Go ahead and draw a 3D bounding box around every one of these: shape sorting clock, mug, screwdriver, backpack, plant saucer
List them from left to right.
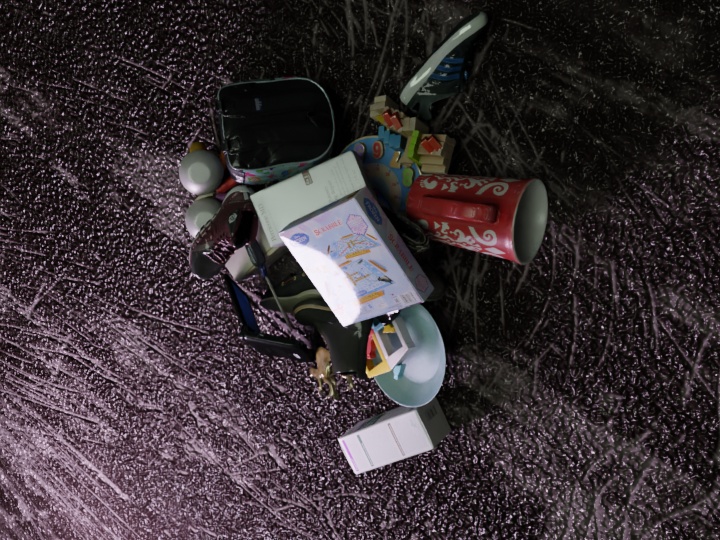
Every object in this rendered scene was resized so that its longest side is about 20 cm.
[{"bbox_3d":[-0.172,0.026,1.549,0.029,0.028,0.201,-18,102,4],"label":"screwdriver"},{"bbox_3d":[-0.143,-0.245,1.474,0.198,0.151,0.179,-11,78,-2],"label":"backpack"},{"bbox_3d":[0.026,-0.138,1.480,0.199,0.039,0.202,10,109,30],"label":"shape sorting clock"},{"bbox_3d":[0.090,0.143,1.505,0.200,0.038,0.203,11,105,45],"label":"plant saucer"},{"bbox_3d":[0.175,-0.104,1.326,0.199,0.178,0.134,13,68,34],"label":"mug"}]

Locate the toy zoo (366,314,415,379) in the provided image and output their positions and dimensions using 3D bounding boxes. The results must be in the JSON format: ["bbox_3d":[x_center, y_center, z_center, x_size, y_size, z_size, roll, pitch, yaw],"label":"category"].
[{"bbox_3d":[0.029,0.106,1.520,0.131,0.020,0.201,-41,66,44],"label":"toy zoo"}]

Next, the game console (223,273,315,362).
[{"bbox_3d":[-0.171,0.095,1.598,0.174,0.200,0.117,10,78,7],"label":"game console"}]

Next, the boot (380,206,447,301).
[{"bbox_3d":[0.079,-0.025,1.384,0.199,0.070,0.174,34,163,-5],"label":"boot"}]

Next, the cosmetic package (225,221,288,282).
[{"bbox_3d":[-0.167,-0.067,1.587,0.200,0.103,0.073,-38,85,36],"label":"cosmetic package"}]

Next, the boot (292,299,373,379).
[{"bbox_3d":[-0.059,0.126,1.523,0.199,0.077,0.140,-8,74,50],"label":"boot"}]

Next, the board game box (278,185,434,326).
[{"bbox_3d":[-0.010,-0.017,1.353,0.199,0.041,0.200,-19,111,45],"label":"board game box"}]

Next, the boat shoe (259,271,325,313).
[{"bbox_3d":[-0.121,0.041,1.617,0.201,0.073,0.064,-16,57,45],"label":"boat shoe"}]

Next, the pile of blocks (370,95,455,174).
[{"bbox_3d":[0.068,-0.225,1.379,0.200,0.062,0.082,40,100,36],"label":"pile of blocks"}]

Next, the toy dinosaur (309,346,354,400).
[{"bbox_3d":[-0.055,0.187,1.581,0.200,0.058,0.102,-48,60,49],"label":"toy dinosaur"}]

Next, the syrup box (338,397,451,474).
[{"bbox_3d":[0.062,0.308,1.563,0.199,0.079,0.082,-27,90,35],"label":"syrup box"}]

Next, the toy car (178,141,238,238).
[{"bbox_3d":[-0.264,-0.151,1.610,0.149,0.175,0.202,-6,100,-5],"label":"toy car"}]

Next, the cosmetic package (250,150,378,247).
[{"bbox_3d":[-0.079,-0.122,1.444,0.199,0.074,0.102,-24,88,9],"label":"cosmetic package"}]

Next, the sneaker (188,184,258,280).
[{"bbox_3d":[-0.243,-0.049,1.488,0.201,0.075,0.116,-59,30,18],"label":"sneaker"}]

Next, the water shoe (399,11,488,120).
[{"bbox_3d":[0.148,-0.327,1.341,0.079,0.072,0.200,41,128,-10],"label":"water shoe"}]

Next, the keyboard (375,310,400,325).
[{"bbox_3d":[0.000,0.000,1.426,0.200,0.040,0.104,43,144,1],"label":"keyboard"}]
